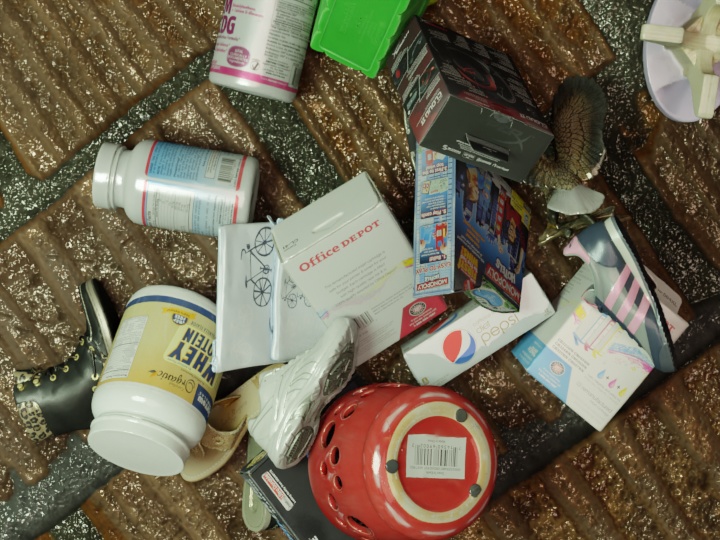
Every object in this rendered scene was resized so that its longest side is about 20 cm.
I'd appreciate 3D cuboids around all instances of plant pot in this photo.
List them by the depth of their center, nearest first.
[{"bbox_3d":[0.056,0.238,1.385,0.198,0.182,0.203,3,83,-23],"label":"plant pot"}]

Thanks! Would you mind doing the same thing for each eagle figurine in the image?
[{"bbox_3d":[0.240,-0.139,1.427,0.150,0.151,0.203,-15,90,41],"label":"eagle figurine"}]

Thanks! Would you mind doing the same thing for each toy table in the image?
[{"bbox_3d":[0.429,-0.288,1.423,0.181,0.117,0.203,-5,97,0],"label":"toy table"}]

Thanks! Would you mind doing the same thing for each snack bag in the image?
[{"bbox_3d":[-0.107,0.026,1.433,0.021,0.199,0.191,9,98,43],"label":"snack bag"}]

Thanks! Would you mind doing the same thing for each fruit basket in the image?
[{"bbox_3d":[0.039,-0.365,1.394,0.154,0.216,0.218,25,95,-3],"label":"fruit basket"}]

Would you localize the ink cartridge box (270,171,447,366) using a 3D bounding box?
[{"bbox_3d":[0.000,0.000,1.422,0.147,0.086,0.201,-30,126,3],"label":"ink cartridge box"}]

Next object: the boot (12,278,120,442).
[{"bbox_3d":[-0.379,0.123,1.483,0.149,0.073,0.202,-14,101,1],"label":"boot"}]

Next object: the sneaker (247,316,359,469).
[{"bbox_3d":[-0.078,0.135,1.394,0.099,0.078,0.201,31,90,28],"label":"sneaker"}]

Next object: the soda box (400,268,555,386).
[{"bbox_3d":[0.151,0.077,1.482,0.199,0.068,0.064,-33,96,3],"label":"soda box"}]

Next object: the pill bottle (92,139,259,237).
[{"bbox_3d":[-0.232,-0.105,1.438,0.197,0.109,0.110,10,96,-1],"label":"pill bottle"}]

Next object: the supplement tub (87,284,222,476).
[{"bbox_3d":[-0.247,0.137,1.407,0.143,0.145,0.202,15,58,-2],"label":"supplement tub"}]

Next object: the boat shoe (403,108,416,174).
[{"bbox_3d":[0.096,-0.136,1.463,0.060,0.074,0.202,7,119,41],"label":"boat shoe"}]

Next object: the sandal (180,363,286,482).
[{"bbox_3d":[-0.178,0.187,1.468,0.211,0.070,0.078,-40,55,11],"label":"sandal"}]

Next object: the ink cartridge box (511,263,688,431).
[{"bbox_3d":[0.311,0.077,1.455,0.128,0.125,0.201,38,95,-4],"label":"ink cartridge box"}]

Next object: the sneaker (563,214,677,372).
[{"bbox_3d":[0.313,0.038,1.364,0.081,0.070,0.202,-24,92,18],"label":"sneaker"}]

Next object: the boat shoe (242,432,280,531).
[{"bbox_3d":[-0.109,0.243,1.509,0.067,0.071,0.203,7,89,-38],"label":"boat shoe"}]

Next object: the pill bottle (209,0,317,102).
[{"bbox_3d":[-0.114,-0.320,1.415,0.112,0.113,0.203,13,95,-2],"label":"pill bottle"}]

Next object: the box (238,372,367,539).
[{"bbox_3d":[-0.023,0.272,1.470,0.198,0.050,0.201,-39,99,-24],"label":"box"}]

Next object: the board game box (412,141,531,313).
[{"bbox_3d":[0.129,-0.034,1.387,0.061,0.200,0.202,-9,55,36],"label":"board game box"}]

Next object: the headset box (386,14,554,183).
[{"bbox_3d":[0.126,-0.195,1.319,0.147,0.201,0.075,16,125,-27],"label":"headset box"}]
